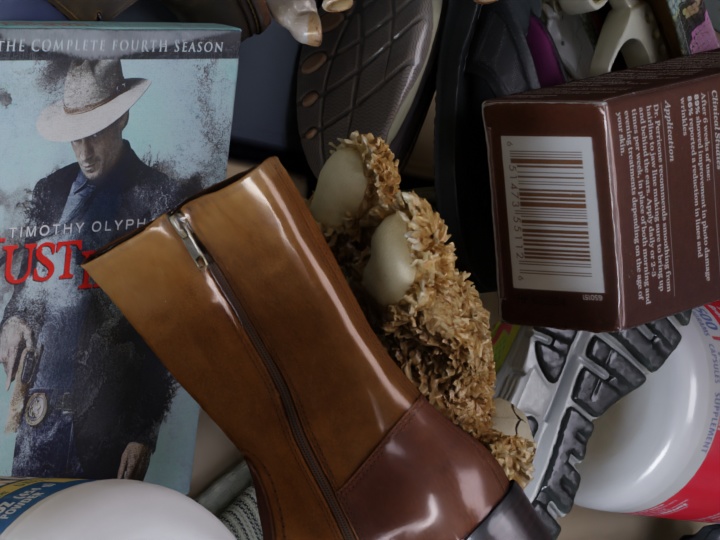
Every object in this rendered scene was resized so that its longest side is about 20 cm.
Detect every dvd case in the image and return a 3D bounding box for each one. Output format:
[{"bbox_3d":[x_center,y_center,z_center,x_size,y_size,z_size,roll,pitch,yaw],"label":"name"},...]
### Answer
[{"bbox_3d":[-0.115,0.000,1.112,0.146,0.022,0.201,-4,104,-47],"label":"dvd case"}]

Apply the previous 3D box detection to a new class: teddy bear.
[{"bbox_3d":[0.031,0.033,1.149,0.067,0.145,0.201,-27,114,-15],"label":"teddy bear"}]

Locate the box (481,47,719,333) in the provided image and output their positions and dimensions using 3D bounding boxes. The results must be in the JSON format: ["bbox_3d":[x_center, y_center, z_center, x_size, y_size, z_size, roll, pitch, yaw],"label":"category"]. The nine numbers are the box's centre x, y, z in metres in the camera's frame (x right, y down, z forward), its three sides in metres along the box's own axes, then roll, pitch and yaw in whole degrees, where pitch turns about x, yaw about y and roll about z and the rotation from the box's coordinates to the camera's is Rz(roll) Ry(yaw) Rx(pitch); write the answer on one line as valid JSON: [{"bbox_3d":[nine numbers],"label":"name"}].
[{"bbox_3d":[0.144,-0.042,1.228,0.200,0.075,0.101,-14,103,-44],"label":"box"}]

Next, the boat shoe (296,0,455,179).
[{"bbox_3d":[0.030,-0.122,1.271,0.073,0.074,0.201,32,67,-42],"label":"boat shoe"}]

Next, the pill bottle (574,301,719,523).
[{"bbox_3d":[0.178,0.070,1.395,0.200,0.112,0.113,10,81,-47],"label":"pill bottle"}]

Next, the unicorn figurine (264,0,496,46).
[{"bbox_3d":[-0.013,-0.172,1.195,0.199,0.074,0.138,-9,69,-28],"label":"unicorn figurine"}]

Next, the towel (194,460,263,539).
[{"bbox_3d":[-0.038,0.183,1.221,0.200,0.034,0.193,-41,121,-43],"label":"towel"}]

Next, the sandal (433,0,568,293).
[{"bbox_3d":[0.068,-0.091,1.233,0.075,0.048,0.201,19,75,-62],"label":"sandal"}]

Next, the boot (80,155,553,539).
[{"bbox_3d":[-0.047,0.076,1.097,0.200,0.188,0.068,52,40,-7],"label":"boot"}]

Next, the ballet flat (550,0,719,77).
[{"bbox_3d":[0.125,-0.119,1.301,0.071,0.069,0.200,-45,119,-37],"label":"ballet flat"}]

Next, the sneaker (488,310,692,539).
[{"bbox_3d":[0.078,0.043,1.291,0.078,0.090,0.200,40,76,-26],"label":"sneaker"}]

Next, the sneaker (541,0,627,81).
[{"bbox_3d":[0.107,-0.136,1.360,0.087,0.074,0.201,-20,102,-41],"label":"sneaker"}]

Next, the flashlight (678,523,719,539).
[{"bbox_3d":[0.136,0.170,1.384,0.200,0.068,0.068,-1,69,-52],"label":"flashlight"}]

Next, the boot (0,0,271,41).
[{"bbox_3d":[-0.117,-0.124,1.134,0.097,0.075,0.200,-53,139,-4],"label":"boot"}]

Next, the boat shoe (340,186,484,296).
[{"bbox_3d":[0.001,0.002,1.240,0.200,0.063,0.074,-13,98,-47],"label":"boat shoe"}]

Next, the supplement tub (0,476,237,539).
[{"bbox_3d":[-0.142,0.144,0.977,0.144,0.199,0.145,3,87,-48],"label":"supplement tub"}]

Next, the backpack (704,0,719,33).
[{"bbox_3d":[0.224,-0.201,1.406,0.200,0.183,0.148,27,68,-41],"label":"backpack"}]
